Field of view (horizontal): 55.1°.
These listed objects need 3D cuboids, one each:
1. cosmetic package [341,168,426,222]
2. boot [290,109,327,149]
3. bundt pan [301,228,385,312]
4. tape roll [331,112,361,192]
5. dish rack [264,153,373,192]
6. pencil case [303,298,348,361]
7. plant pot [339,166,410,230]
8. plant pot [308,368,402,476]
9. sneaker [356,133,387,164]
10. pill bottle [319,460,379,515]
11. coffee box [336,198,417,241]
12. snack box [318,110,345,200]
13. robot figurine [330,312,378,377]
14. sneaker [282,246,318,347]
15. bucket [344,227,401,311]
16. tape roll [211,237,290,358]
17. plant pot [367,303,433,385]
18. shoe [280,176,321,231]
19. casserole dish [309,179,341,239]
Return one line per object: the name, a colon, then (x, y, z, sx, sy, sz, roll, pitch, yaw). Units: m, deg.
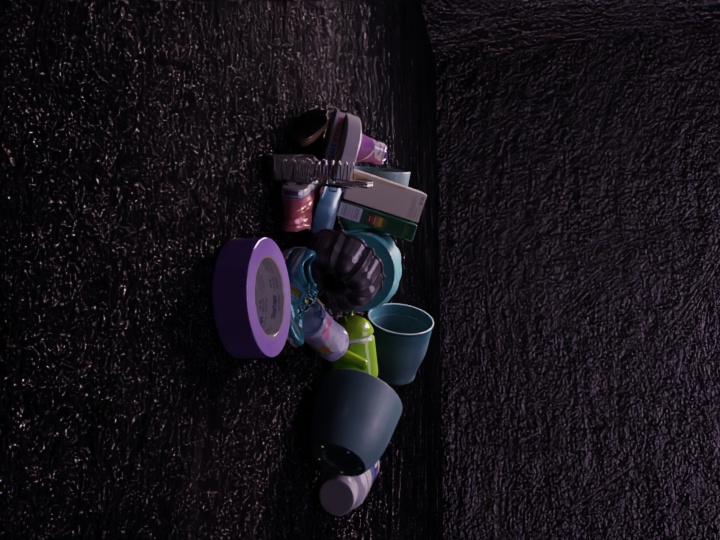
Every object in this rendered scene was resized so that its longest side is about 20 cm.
cosmetic package: (0.046, -0.182, 1.631, 0.072, 0.196, 0.105, -71, -159, 9)
boot: (-0.109, -0.304, 1.567, 0.201, 0.072, 0.077, -70, 162, -62)
bundt pan: (-0.050, 0.013, 1.472, 0.076, 0.198, 0.204, -63, 148, -43)
tape roll: (-0.052, -0.264, 1.608, 0.202, 0.036, 0.207, -166, -91, -72)
dish rack: (-0.076, -0.195, 1.373, 0.153, 0.197, 0.056, -20, 119, -59)
pencil case: (-0.087, 0.129, 1.498, 0.200, 0.081, 0.092, 58, 22, -62)
plant pot: (0.025, -0.181, 1.788, 0.200, 0.196, 0.165, -34, 129, -73)
plant pot: (-0.024, 0.341, 1.493, 0.203, 0.197, 0.163, 73, 30, -41)
sneaker: (0.001, -0.285, 1.701, 0.200, 0.112, 0.074, -165, -91, -70)
pill bottle: (-0.028, 0.477, 1.580, 0.200, 0.109, 0.114, -26, 111, -74)
coffee box: (0.032, -0.124, 1.638, 0.123, 0.196, 0.045, -114, -139, -79)
snack box: (-0.077, -0.259, 1.582, 0.072, 0.024, 0.204, -173, -83, -74)
robot figurine: (-0.018, 0.202, 1.680, 0.175, 0.113, 0.205, -39, 124, -77)
sneaker: (-0.124, 0.051, 1.381, 0.077, 0.078, 0.205, 35, 53, -71)
bucket: (0.000, 0.000, 1.629, 0.135, 0.202, 0.212, -20, 105, -82)
tape roll: (-0.182, 0.047, 1.183, 0.200, 0.064, 0.205, -5, 90, -75)
plant pot: (0.109, 0.227, 2.065, 0.200, 0.196, 0.192, -59, 158, -66)
shoe: (-0.126, -0.143, 1.460, 0.200, 0.070, 0.093, -62, 158, -71)
casserole dish: (-0.079, -0.107, 1.520, 0.202, 0.038, 0.122, 106, 1, -47)
